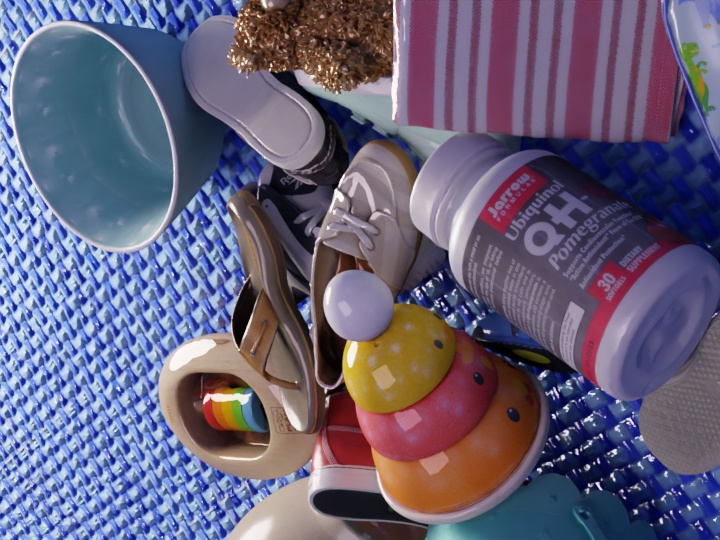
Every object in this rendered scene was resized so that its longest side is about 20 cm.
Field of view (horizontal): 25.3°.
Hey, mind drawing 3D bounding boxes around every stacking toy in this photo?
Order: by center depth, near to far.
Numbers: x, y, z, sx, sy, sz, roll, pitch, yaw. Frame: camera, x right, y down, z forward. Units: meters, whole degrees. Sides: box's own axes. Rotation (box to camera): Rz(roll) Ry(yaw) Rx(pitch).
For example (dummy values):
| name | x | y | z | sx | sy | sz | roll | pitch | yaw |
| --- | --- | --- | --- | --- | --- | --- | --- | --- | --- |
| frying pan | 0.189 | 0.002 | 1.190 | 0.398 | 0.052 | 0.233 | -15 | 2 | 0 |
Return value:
| name | x | y | z | sx | sy | sz | roll | pitch | yaw |
| --- | --- | --- | --- | --- | --- | --- | --- | --- | --- |
| stacking toy | 0.035 | 0.075 | 1.153 | 0.145 | 0.147 | 0.200 | 1 | 142 | 41 |

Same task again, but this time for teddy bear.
| name | x | y | z | sx | sy | sz | roll | pitch | yaw |
| --- | --- | --- | --- | --- | --- | --- | --- | --- | --- |
| teddy bear | -0.001 | -0.181 | 1.141 | 0.199 | 0.145 | 0.067 | 21 | 156 | 32 |

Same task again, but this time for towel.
| name | x | y | z | sx | sy | sz | roll | pitch | yaw |
| --- | --- | --- | --- | --- | --- | --- | --- | --- | --- |
| towel | 0.119 | -0.158 | 1.054 | 0.198 | 0.030 | 0.147 | 4 | 119 | 2 |

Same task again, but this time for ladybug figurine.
| name | x | y | z | sx | sy | sz | roll | pitch | yaw |
| --- | --- | --- | --- | --- | --- | --- | --- | --- | --- |
| ladybug figurine | -0.094 | 0.114 | 1.417 | 0.199 | 0.072 | 0.137 | 2 | 111 | 42 |

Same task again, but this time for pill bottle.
| name | x | y | z | sx | sy | sz | roll | pitch | yaw |
| --- | --- | --- | --- | --- | --- | --- | --- | --- | --- |
| pill bottle | 0.129 | -0.011 | 1.059 | 0.200 | 0.110 | 0.111 | 37 | 131 | 32 |

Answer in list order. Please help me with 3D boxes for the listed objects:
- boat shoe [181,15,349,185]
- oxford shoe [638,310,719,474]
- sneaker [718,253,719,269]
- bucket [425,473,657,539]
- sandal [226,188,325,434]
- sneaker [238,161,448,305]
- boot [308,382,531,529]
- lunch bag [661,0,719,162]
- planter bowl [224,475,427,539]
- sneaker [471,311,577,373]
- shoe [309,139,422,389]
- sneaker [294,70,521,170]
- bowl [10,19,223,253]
| name | x | y | z | sx | sy | sz | roll | pitch | yaw |
| --- | --- | --- | --- | --- | --- | --- | --- | --- | --- |
| boat shoe | -0.075 | -0.135 | 1.271 | 0.074 | 0.060 | 0.200 | -50 | 49 | 4 |
| oxford shoe | 0.250 | 0.080 | 1.110 | 0.075 | 0.058 | 0.200 | 45 | 148 | 18 |
| sneaker | 0.318 | 0.001 | 0.984 | 0.199 | 0.087 | 0.076 | 5 | 114 | 40 |
| bucket | 0.130 | 0.267 | 1.197 | 0.206 | 0.135 | 0.208 | 9 | 135 | 9 |
| sandal | -0.078 | 0.037 | 1.263 | 0.080 | 0.054 | 0.201 | 20 | 129 | 66 |
| sneaker | -0.026 | -0.043 | 1.272 | 0.199 | 0.079 | 0.130 | -1 | 118 | 53 |
| boot | 0.063 | 0.135 | 1.292 | 0.198 | 0.145 | 0.073 | 10 | 143 | -4 |
| lunch bag | 0.286 | -0.146 | 0.943 | 0.199 | 0.082 | 0.162 | -20 | 98 | 45 |
| planter bowl | -0.012 | 0.246 | 1.342 | 0.200 | 0.200 | 0.135 | 40 | 113 | 19 |
| sneaker | 0.161 | 0.030 | 1.169 | 0.200 | 0.066 | 0.079 | -7 | 65 | 55 |
| shoe | 0.000 | 0.000 | 1.188 | 0.070 | 0.053 | 0.201 | 22 | 120 | 20 |
| sneaker | 0.032 | -0.100 | 1.199 | 0.199 | 0.074 | 0.119 | 17 | 124 | 37 |
| bowl | -0.192 | -0.126 | 1.362 | 0.200 | 0.105 | 0.202 | 20 | 123 | 34 |
